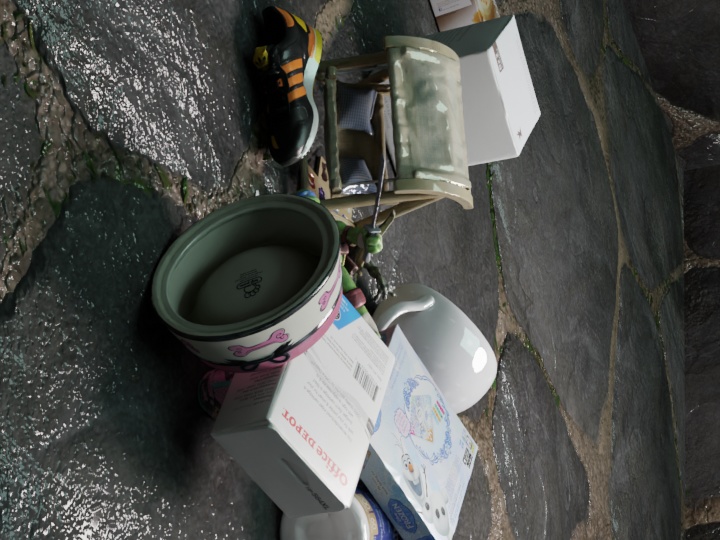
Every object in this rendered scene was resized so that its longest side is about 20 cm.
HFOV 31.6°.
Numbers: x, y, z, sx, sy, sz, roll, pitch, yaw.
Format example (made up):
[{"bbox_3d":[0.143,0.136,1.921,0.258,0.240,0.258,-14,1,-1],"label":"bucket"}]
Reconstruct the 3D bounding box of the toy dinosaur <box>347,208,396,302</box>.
[{"bbox_3d":[0.000,0.000,1.532,0.047,0.200,0.089,-10,79,-28],"label":"toy dinosaur"}]

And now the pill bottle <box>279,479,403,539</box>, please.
[{"bbox_3d":[-0.003,0.301,1.485,0.199,0.110,0.113,13,70,-64],"label":"pill bottle"}]

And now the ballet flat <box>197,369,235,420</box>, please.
[{"bbox_3d":[-0.098,0.148,1.376,0.200,0.070,0.070,36,51,-58],"label":"ballet flat"}]

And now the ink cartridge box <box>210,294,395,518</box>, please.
[{"bbox_3d":[-0.055,0.127,1.302,0.146,0.083,0.201,51,40,-30],"label":"ink cartridge box"}]

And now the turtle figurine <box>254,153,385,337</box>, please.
[{"bbox_3d":[-0.049,-0.005,1.440,0.142,0.200,0.197,-13,83,-28],"label":"turtle figurine"}]

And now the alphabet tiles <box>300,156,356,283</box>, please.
[{"bbox_3d":[-0.042,-0.037,1.640,0.167,0.006,0.202,49,40,-49],"label":"alphabet tiles"}]

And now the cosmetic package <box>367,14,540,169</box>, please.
[{"bbox_3d":[0.140,-0.256,1.881,0.165,0.197,0.167,-57,133,-56],"label":"cosmetic package"}]

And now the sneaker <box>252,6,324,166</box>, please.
[{"bbox_3d":[-0.099,-0.222,1.522,0.090,0.069,0.203,31,53,-41],"label":"sneaker"}]

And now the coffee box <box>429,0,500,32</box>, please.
[{"bbox_3d":[0.171,-0.469,2.163,0.115,0.079,0.202,-62,137,-53],"label":"coffee box"}]

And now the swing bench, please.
[{"bbox_3d":[0.028,-0.169,1.591,0.129,0.198,0.202,25,57,-59],"label":"swing bench"}]

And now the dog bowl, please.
[{"bbox_3d":[-0.104,0.017,1.264,0.202,0.197,0.074,-74,152,-43],"label":"dog bowl"}]

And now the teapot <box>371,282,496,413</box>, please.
[{"bbox_3d":[0.073,0.123,1.671,0.146,0.197,0.200,-44,100,-17],"label":"teapot"}]

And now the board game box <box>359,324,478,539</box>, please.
[{"bbox_3d":[0.056,0.200,1.496,0.200,0.043,0.201,58,29,-19],"label":"board game box"}]
